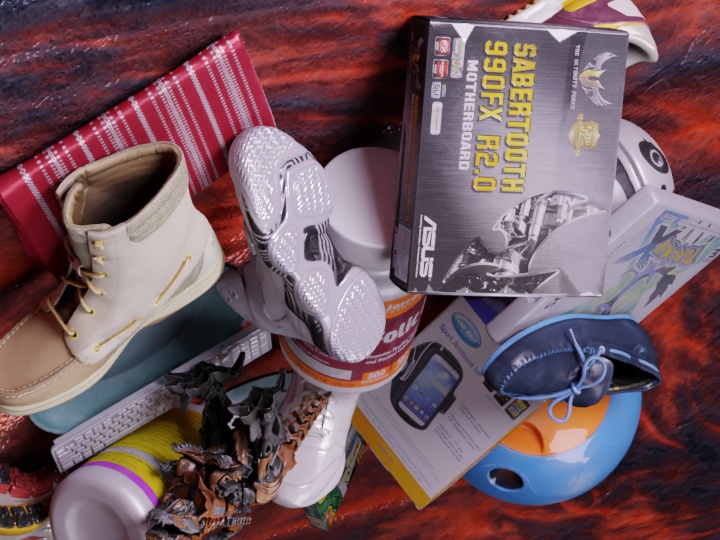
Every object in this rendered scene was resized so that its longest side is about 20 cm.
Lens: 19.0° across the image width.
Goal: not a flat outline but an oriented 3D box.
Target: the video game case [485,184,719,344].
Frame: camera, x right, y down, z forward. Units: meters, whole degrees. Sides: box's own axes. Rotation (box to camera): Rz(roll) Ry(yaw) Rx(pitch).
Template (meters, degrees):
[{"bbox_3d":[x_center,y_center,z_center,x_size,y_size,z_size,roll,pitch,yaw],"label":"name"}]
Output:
[{"bbox_3d":[0.216,0.006,1.802,0.182,0.022,0.200,-42,156,20],"label":"video game case"}]

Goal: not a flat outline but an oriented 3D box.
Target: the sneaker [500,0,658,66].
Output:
[{"bbox_3d":[0.131,-0.144,1.646,0.200,0.090,0.075,-36,155,0],"label":"sneaker"}]

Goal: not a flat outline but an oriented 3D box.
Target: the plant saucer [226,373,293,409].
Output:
[{"bbox_3d":[-0.111,0.172,1.950,0.200,0.039,0.201,-29,154,-16],"label":"plant saucer"}]

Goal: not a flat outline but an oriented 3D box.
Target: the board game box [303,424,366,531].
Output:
[{"bbox_3d":[-0.032,0.160,1.986,0.105,0.023,0.200,-63,162,-20],"label":"board game box"}]

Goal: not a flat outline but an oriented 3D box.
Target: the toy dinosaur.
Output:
[{"bbox_3d":[-0.101,0.144,1.702,0.200,0.102,0.136,-57,148,-57],"label":"toy dinosaur"}]

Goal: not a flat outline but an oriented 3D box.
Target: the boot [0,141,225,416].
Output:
[{"bbox_3d":[-0.190,0.004,1.478,0.200,0.072,0.155,-36,155,-11],"label":"boot"}]

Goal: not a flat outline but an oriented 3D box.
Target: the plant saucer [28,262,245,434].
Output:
[{"bbox_3d":[-0.177,0.049,1.663,0.199,0.036,0.200,-29,154,-16],"label":"plant saucer"}]

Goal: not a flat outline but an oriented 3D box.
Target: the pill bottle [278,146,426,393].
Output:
[{"bbox_3d":[0.000,0.000,1.703,0.114,0.114,0.200,-24,153,-23],"label":"pill bottle"}]

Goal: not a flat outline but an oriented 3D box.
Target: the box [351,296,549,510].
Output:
[{"bbox_3d":[0.085,0.106,1.897,0.200,0.119,0.041,-43,170,30],"label":"box"}]

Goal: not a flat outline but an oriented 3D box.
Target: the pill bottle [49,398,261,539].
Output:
[{"bbox_3d":[-0.160,0.175,1.770,0.104,0.104,0.200,-54,169,34],"label":"pill bottle"}]

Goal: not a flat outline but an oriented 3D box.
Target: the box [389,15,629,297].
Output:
[{"bbox_3d":[0.108,-0.083,1.584,0.157,0.048,0.201,2,101,-17],"label":"box"}]

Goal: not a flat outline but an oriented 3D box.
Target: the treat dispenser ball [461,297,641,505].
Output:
[{"bbox_3d":[0.160,0.116,1.997,0.200,0.201,0.201,-28,154,-15],"label":"treat dispenser ball"}]

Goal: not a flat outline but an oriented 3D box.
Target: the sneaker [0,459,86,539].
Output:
[{"bbox_3d":[-0.274,0.202,1.777,0.082,0.078,0.199,-39,149,28],"label":"sneaker"}]

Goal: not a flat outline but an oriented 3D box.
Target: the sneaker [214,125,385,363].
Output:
[{"bbox_3d":[-0.066,-0.020,1.578,0.075,0.115,0.201,-46,124,-29],"label":"sneaker"}]

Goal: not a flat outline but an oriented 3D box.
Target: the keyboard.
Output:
[{"bbox_3d":[-0.158,0.101,1.723,0.199,0.011,0.056,-30,154,-12],"label":"keyboard"}]

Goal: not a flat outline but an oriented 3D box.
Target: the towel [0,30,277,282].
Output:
[{"bbox_3d":[-0.155,-0.077,1.490,0.199,0.023,0.145,-33,155,-6],"label":"towel"}]

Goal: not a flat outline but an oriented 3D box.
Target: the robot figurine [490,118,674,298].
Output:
[{"bbox_3d":[0.170,-0.050,1.814,0.199,0.125,0.150,-25,159,-19],"label":"robot figurine"}]

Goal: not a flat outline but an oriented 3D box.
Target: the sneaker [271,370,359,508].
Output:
[{"bbox_3d":[-0.040,0.104,1.814,0.100,0.074,0.201,81,23,-52],"label":"sneaker"}]

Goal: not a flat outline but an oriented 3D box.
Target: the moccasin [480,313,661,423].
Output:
[{"bbox_3d":[0.186,0.078,1.788,0.199,0.068,0.081,-10,148,-42],"label":"moccasin"}]
